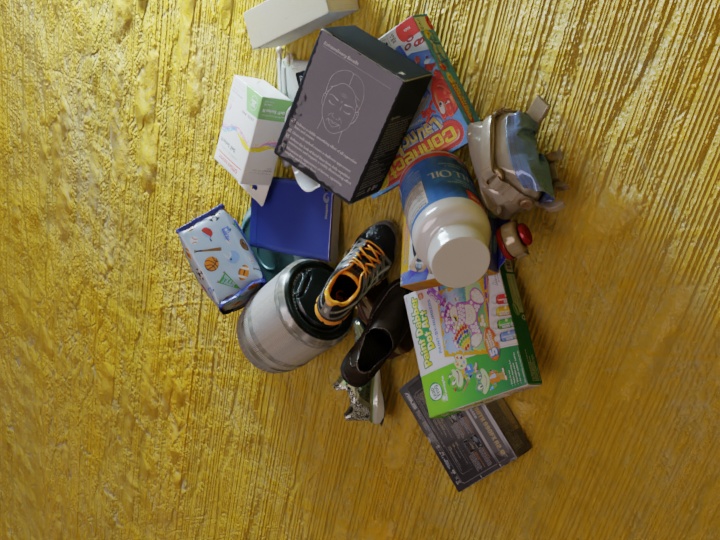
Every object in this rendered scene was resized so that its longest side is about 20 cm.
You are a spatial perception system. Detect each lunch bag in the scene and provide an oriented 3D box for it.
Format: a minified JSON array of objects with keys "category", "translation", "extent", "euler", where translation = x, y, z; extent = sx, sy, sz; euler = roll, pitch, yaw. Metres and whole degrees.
[{"category":"lunch bag","translation":[-0.259,-0.014,1.714],"extent":[0.173,0.122,0.200],"euler":[61,168,6]}]

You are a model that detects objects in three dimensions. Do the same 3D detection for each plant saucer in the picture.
[{"category":"plant saucer","translation":[-0.171,-0.035,1.731],"extent":[0.197,0.027,0.205],"euler":[18,117,39]}]

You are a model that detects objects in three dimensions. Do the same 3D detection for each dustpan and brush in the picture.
[{"category":"dustpan and brush","translation":[-0.110,-0.199,1.554],"extent":[0.200,0.056,0.143],"euler":[-149,45,-87]}]

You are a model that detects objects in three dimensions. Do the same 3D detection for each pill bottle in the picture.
[{"category":"pill bottle","translation":[0.120,-0.070,1.258],"extent":[0.202,0.110,0.114],"euler":[-103,25,-52]}]

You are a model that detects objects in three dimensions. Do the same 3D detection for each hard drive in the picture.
[{"category":"hard drive","translation":[-0.121,-0.097,1.632],"extent":[0.197,0.025,0.135],"euler":[11,101,37]}]

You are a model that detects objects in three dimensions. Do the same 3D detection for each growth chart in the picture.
[{"category":"growth chart","translation":[-0.078,-0.295,1.548],"extent":[0.197,0.018,0.148],"euler":[22,120,38]}]

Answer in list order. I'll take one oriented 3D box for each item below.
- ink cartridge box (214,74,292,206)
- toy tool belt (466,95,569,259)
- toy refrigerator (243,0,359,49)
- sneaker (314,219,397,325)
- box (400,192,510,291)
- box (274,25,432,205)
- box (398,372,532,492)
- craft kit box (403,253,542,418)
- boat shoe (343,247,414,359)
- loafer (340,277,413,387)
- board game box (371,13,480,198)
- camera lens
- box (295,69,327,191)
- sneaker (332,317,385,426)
[{"category":"ink cartridge box","translation":[-0.199,-0.230,1.617],"extent":[0.117,0.066,0.204],"euler":[40,121,45]},{"category":"toy tool belt","translation":[0.225,-0.129,1.229],"extent":[0.121,0.124,0.204],"euler":[-24,66,27]},{"category":"toy refrigerator","translation":[-0.101,-0.428,1.480],"extent":[0.198,0.075,0.072],"euler":[-10,98,47]},{"category":"sneaker","translation":[0.000,0.000,1.471],"extent":[0.077,0.202,0.077],"euler":[33,165,5]},{"category":"box","translation":[0.142,-0.044,1.373],"extent":[0.198,0.041,0.122],"euler":[-16,65,48]},{"category":"box","translation":[-0.012,-0.227,1.306],"extent":[0.147,0.107,0.203],"euler":[34,119,15]},{"category":"box","translation":[0.168,0.241,1.483],"extent":[0.158,0.048,0.202],"euler":[-44,73,43]},{"category":"craft kit box","translation":[0.167,0.103,1.383],"extent":[0.196,0.048,0.205],"euler":[-29,67,43]},{"category":"boat shoe","translation":[0.017,0.060,1.551],"extent":[0.072,0.072,0.203],"euler":[-33,88,44]},{"category":"loafer","translation":[0.043,0.100,1.465],"extent":[0.072,0.203,0.071],"euler":[33,163,-9]},{"category":"board game box","translation":[0.058,-0.243,1.359],"extent":[0.198,0.056,0.199],"euler":[-28,90,31]},{"category":"camera lens","translation":[-0.117,0.085,1.623],"extent":[0.199,0.158,0.162],"euler":[-35,81,47]},{"category":"box","translation":[-0.013,-0.242,1.468],"extent":[0.158,0.043,0.205],"euler":[-8,101,39]},{"category":"sneaker","translation":[-0.008,0.185,1.587],"extent":[0.077,0.086,0.205],"euler":[-115,17,-74]}]
